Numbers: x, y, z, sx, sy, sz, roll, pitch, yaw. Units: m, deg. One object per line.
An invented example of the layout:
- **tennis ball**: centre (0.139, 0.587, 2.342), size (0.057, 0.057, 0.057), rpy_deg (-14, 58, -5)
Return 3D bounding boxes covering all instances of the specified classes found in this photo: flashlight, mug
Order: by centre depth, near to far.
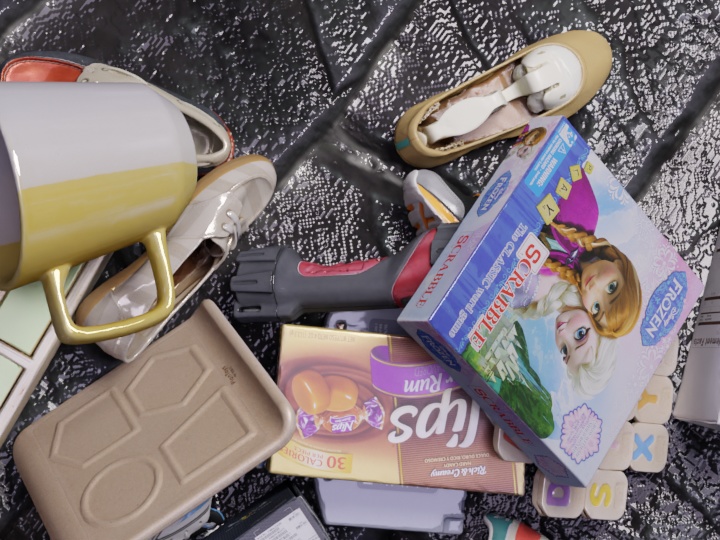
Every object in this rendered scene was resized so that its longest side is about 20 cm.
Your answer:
- **mug**: centre (-0.205, -0.056, 1.248), size (0.153, 0.149, 0.187), rpy_deg (-13, 112, -31)
- **flashlight**: centre (0.000, 0.000, 1.315), size (0.200, 0.068, 0.068), rpy_deg (-2, 103, 23)

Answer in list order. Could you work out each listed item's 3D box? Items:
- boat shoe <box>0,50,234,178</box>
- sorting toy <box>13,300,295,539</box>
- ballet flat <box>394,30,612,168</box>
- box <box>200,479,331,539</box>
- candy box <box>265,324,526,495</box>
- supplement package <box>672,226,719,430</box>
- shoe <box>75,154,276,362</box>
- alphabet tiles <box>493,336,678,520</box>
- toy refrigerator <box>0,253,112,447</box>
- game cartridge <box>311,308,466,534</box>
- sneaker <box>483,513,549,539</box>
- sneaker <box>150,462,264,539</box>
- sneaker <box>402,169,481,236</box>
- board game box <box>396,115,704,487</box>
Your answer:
- **boat shoe**: centre (-0.195, -0.125, 1.340), size (0.200, 0.063, 0.071), rpy_deg (21, 87, -3)
- **sorting toy**: centre (-0.157, 0.130, 1.281), size (0.200, 0.185, 0.036), rpy_deg (-38, 128, -4)
- **ballet flat**: centre (0.122, -0.137, 1.372), size (0.200, 0.063, 0.069), rpy_deg (-29, 91, -7)
- **box**: centre (-0.118, 0.237, 1.281), size (0.200, 0.158, 0.051), rpy_deg (-34, 90, -5)
- **candy box**: centre (0.031, 0.108, 1.320), size (0.200, 0.056, 0.117), rpy_deg (6, 86, -4)
- **supplement package**: centre (0.344, 0.039, 1.356), size (0.121, 0.120, 0.200), rpy_deg (15, 86, -6)
- **shoe**: centre (-0.133, -0.008, 1.327), size (0.200, 0.070, 0.053), rpy_deg (-45, 59, -8)
- **alphabet tiles**: centre (0.184, 0.096, 1.337), size (0.195, 0.015, 0.200), rpy_deg (10, 85, -39)
- **toy refrigerator**: centre (-0.268, 0.038, 1.320), size (0.076, 0.070, 0.200), rpy_deg (30, 85, -4)
- **game cartridge**: centre (0.025, 0.107, 1.364), size (0.133, 0.040, 0.200), rpy_deg (6, 86, -9)
- **sneaker**: centre (0.085, 0.286, 1.353), size (0.093, 0.070, 0.200), rpy_deg (32, 86, 14)
- **sneaker**: centre (-0.155, 0.197, 1.323), size (0.072, 0.072, 0.200), rpy_deg (42, 85, 2)
- **sneaker**: centre (0.119, -0.022, 1.364), size (0.200, 0.078, 0.077), rpy_deg (38, 79, -11)
- **board game box**: centre (0.149, 0.024, 1.274), size (0.200, 0.041, 0.200), rpy_deg (45, 66, -27)
